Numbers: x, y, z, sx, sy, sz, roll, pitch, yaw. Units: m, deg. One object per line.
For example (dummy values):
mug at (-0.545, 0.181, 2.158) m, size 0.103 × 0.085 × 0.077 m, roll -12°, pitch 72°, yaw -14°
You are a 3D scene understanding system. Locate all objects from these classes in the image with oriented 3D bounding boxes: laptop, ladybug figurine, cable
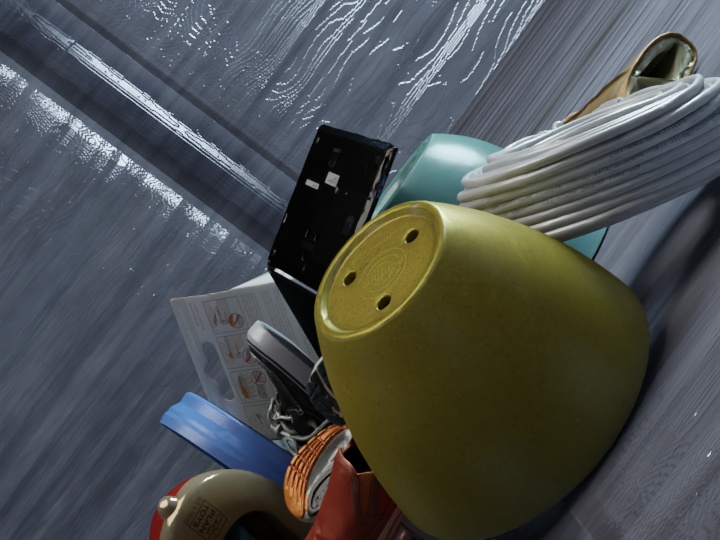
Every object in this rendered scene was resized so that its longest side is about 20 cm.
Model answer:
laptop at (0.000, 0.000, 1.473) m, size 0.202 × 0.103 × 0.177 m, roll -69°, pitch 23°, yaw 1°
ladybug figurine at (-0.103, 0.231, 1.449) m, size 0.072 × 0.200 × 0.136 m, roll 7°, pitch 57°, yaw 43°
cable at (0.161, -0.069, 1.229) m, size 0.199 × 0.070 × 0.199 m, roll -25°, pitch 6°, yaw -34°

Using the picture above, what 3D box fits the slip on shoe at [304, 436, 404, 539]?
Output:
slip on shoe at (0.000, 0.149, 1.253) m, size 0.201 × 0.061 × 0.074 m, roll -54°, pitch 28°, yaw 4°

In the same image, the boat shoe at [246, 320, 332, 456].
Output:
boat shoe at (-0.044, 0.126, 1.581) m, size 0.068 × 0.199 × 0.074 m, roll -43°, pitch 35°, yaw -2°

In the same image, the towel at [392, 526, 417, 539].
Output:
towel at (-0.029, 0.287, 1.356) m, size 0.201 × 0.023 × 0.144 m, roll -59°, pitch 8°, yaw -30°

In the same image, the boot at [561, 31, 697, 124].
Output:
boot at (0.204, -0.115, 1.643) m, size 0.176 × 0.066 × 0.200 m, roll -57°, pitch 6°, yaw -23°

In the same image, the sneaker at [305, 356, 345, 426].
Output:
sneaker at (0.049, 0.044, 1.333) m, size 0.199 × 0.078 × 0.086 m, roll -33°, pitch 14°, yaw 15°

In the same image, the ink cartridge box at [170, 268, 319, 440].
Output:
ink cartridge box at (-0.056, 0.072, 1.656) m, size 0.198 × 0.161 × 0.047 m, roll -9°, pitch 23°, yaw 26°

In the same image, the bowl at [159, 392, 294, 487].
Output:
bowl at (-0.084, 0.173, 1.600) m, size 0.040 × 0.200 × 0.201 m, roll -55°, pitch 5°, yaw -9°

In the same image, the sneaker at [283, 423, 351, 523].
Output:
sneaker at (0.032, 0.123, 1.385) m, size 0.200 × 0.092 × 0.076 m, roll -45°, pitch 44°, yaw -1°

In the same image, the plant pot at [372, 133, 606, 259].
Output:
plant pot at (0.086, -0.018, 1.534) m, size 0.201 × 0.160 × 0.201 m, roll -54°, pitch 5°, yaw 7°

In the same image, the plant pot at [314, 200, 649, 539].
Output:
plant pot at (0.053, 0.041, 1.107) m, size 0.199 × 0.142 × 0.201 m, roll -33°, pitch 33°, yaw 25°

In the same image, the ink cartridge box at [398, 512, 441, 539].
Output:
ink cartridge box at (0.097, 0.104, 1.262) m, size 0.201 × 0.045 × 0.176 m, roll -55°, pitch 4°, yaw 0°

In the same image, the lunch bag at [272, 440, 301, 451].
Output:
lunch bag at (-0.035, 0.077, 1.798) m, size 0.170 × 0.126 × 0.202 m, roll 151°, pitch 117°, yaw -74°
